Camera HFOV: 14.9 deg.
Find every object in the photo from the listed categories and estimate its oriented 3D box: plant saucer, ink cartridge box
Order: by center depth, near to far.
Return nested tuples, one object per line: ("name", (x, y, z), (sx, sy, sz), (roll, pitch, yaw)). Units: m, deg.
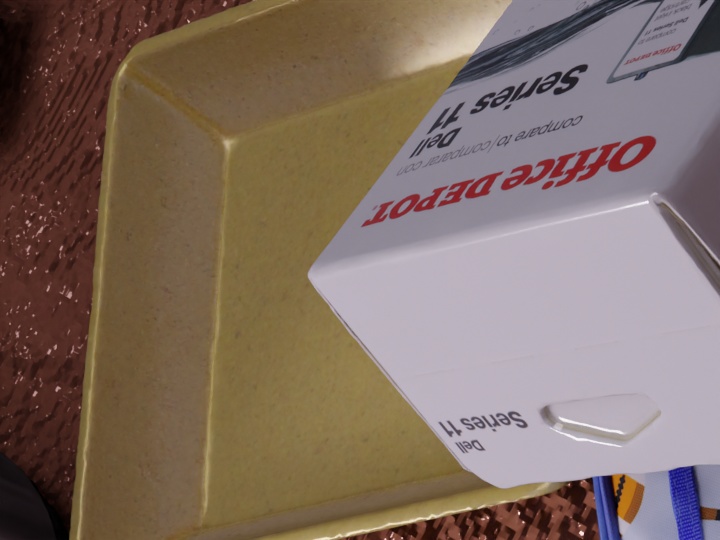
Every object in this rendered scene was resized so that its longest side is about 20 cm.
("ink cartridge box", (0.098, -0.046, 0.726), (0.146, 0.083, 0.200), (-13, 34, 52))
("plant saucer", (0.000, 0.000, 0.888), (0.199, 0.048, 0.201), (-16, 60, 35))

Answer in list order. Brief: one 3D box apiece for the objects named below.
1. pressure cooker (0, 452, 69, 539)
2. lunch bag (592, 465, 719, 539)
("pressure cooker", (-0.211, 0.111, 0.912), (0.178, 0.200, 0.177), (10, 77, 44))
("lunch bag", (0.133, 0.089, 0.712), (0.160, 0.075, 0.201), (-24, 54, 33))
